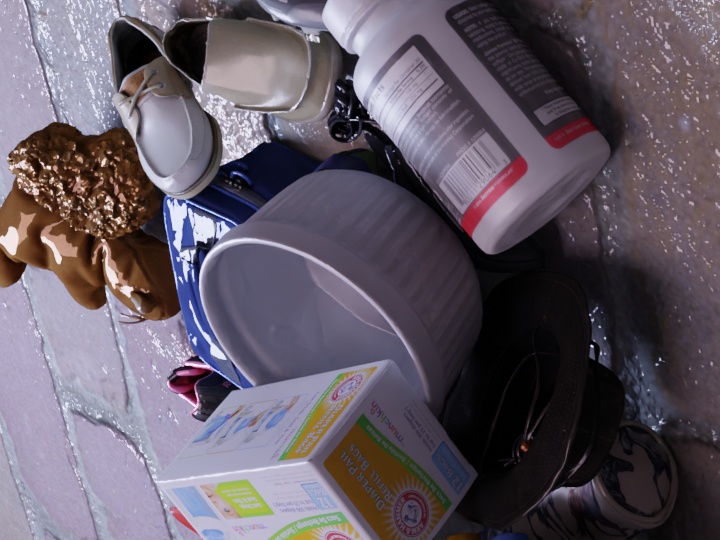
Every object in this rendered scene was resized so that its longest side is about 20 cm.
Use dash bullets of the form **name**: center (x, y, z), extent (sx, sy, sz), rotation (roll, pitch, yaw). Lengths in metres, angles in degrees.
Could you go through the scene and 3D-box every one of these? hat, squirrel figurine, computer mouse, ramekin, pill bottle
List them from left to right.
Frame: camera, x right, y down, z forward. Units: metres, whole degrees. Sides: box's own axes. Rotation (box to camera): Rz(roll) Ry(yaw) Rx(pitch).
- **squirrel figurine**: center (-0.237, -0.039, 1.689), extent (0.186, 0.141, 0.201), rotation (34, 144, 23)
- **ramekin**: center (-0.006, 0.022, 1.304), extent (0.199, 0.105, 0.201), rotation (27, 145, 21)
- **computer mouse**: center (0.044, -0.056, 1.334), extent (0.200, 0.046, 0.140), rotation (41, 176, -4)
- **pill bottle**: center (0.065, -0.120, 1.222), extent (0.200, 0.110, 0.111), rotation (52, 147, 12)
- **hat**: center (0.133, 0.096, 1.270), extent (0.201, 0.080, 0.202), rotation (-51, 30, 45)

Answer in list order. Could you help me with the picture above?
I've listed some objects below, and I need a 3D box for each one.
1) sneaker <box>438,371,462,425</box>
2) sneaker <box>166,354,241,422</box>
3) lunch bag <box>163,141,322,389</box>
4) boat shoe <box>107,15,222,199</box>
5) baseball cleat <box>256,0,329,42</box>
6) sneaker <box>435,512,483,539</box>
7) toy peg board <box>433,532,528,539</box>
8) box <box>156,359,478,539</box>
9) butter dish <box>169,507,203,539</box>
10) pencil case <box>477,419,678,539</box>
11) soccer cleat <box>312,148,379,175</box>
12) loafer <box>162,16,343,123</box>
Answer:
- **sneaker**: center (0.062, 0.069, 1.441), extent (0.076, 0.070, 0.202), rotation (-139, 38, -59)
- **sneaker**: center (-0.127, 0.089, 1.625), extent (0.200, 0.094, 0.080), rotation (-130, 45, -70)
- **lunch bag**: center (-0.081, 0.000, 1.502), extent (0.135, 0.132, 0.202), rotation (25, 135, 41)
- **boat shoe**: center (-0.168, -0.135, 1.490), extent (0.068, 0.075, 0.201), rotation (42, -166, -40)
- **baseball cleat**: center (-0.063, -0.243, 1.335), extent (0.199, 0.070, 0.107), rotation (30, 139, 36)
- **sneaker**: center (0.048, 0.205, 1.525), extent (0.078, 0.099, 0.202), rotation (2, 118, 53)
- **toy peg board**: center (0.101, 0.229, 1.294), extent (0.198, 0.199, 0.099), rotation (-27, 57, 38)
- **box**: center (-0.033, 0.146, 1.284), extent (0.113, 0.101, 0.199), rotation (52, 145, -16)
- **butter dish**: center (-0.035, 0.198, 1.606), extent (0.199, 0.149, 0.199), rotation (26, 164, -29)
- **pencil case**: center (0.160, 0.173, 1.365), extent (0.089, 0.078, 0.200), rotation (45, 148, 0)
- **soccer cleat**: center (0.001, 0.000, 1.438), extent (0.064, 0.084, 0.202), rotation (12, 123, 29)
- **loafer**: center (-0.088, -0.158, 1.418), extent (0.199, 0.068, 0.076), rotation (16, 101, 51)
